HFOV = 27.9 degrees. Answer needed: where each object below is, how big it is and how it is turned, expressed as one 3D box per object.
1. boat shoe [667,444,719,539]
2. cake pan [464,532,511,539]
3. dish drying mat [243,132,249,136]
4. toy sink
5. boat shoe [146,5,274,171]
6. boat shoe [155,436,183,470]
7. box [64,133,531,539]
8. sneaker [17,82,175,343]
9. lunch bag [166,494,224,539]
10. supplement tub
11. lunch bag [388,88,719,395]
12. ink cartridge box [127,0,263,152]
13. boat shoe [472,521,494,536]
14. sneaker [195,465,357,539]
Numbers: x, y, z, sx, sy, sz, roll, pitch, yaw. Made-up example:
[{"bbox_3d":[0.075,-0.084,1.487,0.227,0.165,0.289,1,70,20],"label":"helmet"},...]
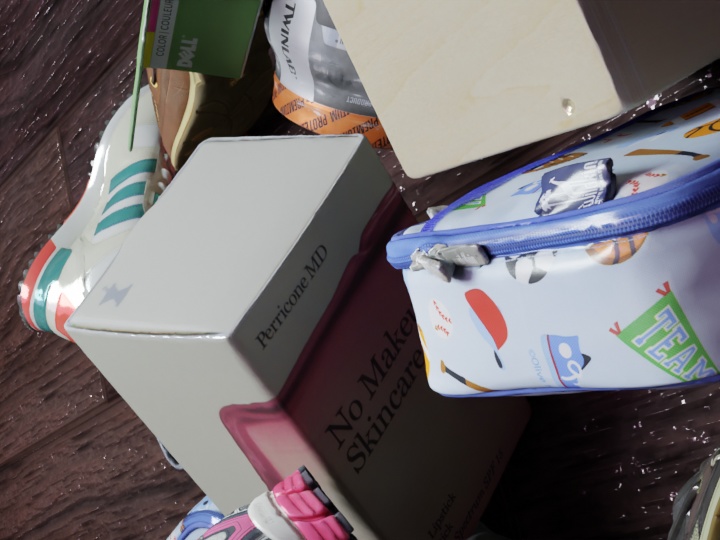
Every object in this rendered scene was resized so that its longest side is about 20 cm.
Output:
[{"bbox_3d":[0.157,0.102,0.588,0.066,0.072,0.201,-118,38,-63],"label":"boat shoe"},{"bbox_3d":[0.090,0.192,0.614,0.037,0.200,0.200,-41,54,13],"label":"cake pan"},{"bbox_3d":[-0.115,-0.018,1.037,0.077,0.018,0.200,48,130,40],"label":"dish drying mat"},{"bbox_3d":[0.104,-0.128,0.571,0.130,0.200,0.112,-14,105,56],"label":"toy sink"},{"bbox_3d":[-0.097,-0.130,0.891,0.068,0.072,0.200,52,157,14],"label":"boat shoe"},{"bbox_3d":[-0.143,0.047,1.013,0.072,0.068,0.200,-42,66,46],"label":"boat shoe"},{"bbox_3d":[-0.021,0.048,0.700,0.109,0.128,0.200,2,139,40],"label":"box"},{"bbox_3d":[-0.147,-0.034,0.989,0.093,0.070,0.200,21,72,21],"label":"sneaker"},{"bbox_3d":[-0.043,0.200,0.848,0.160,0.076,0.200,44,146,3],"label":"lunch bag"},{"bbox_3d":[0.020,-0.169,0.721,0.123,0.123,0.200,40,125,47],"label":"supplement tub"},{"bbox_3d":[0.111,-0.018,0.515,0.160,0.200,0.076,-6,105,55],"label":"lunch bag"},{"bbox_3d":[-0.077,-0.167,0.740,0.104,0.059,0.200,118,157,-61],"label":"ink cartridge box"},{"bbox_3d":[0.066,0.209,0.742,0.200,0.072,0.062,59,142,32],"label":"boat shoe"},{"bbox_3d":[-0.024,0.174,0.650,0.081,0.075,0.200,45,159,53],"label":"sneaker"}]
